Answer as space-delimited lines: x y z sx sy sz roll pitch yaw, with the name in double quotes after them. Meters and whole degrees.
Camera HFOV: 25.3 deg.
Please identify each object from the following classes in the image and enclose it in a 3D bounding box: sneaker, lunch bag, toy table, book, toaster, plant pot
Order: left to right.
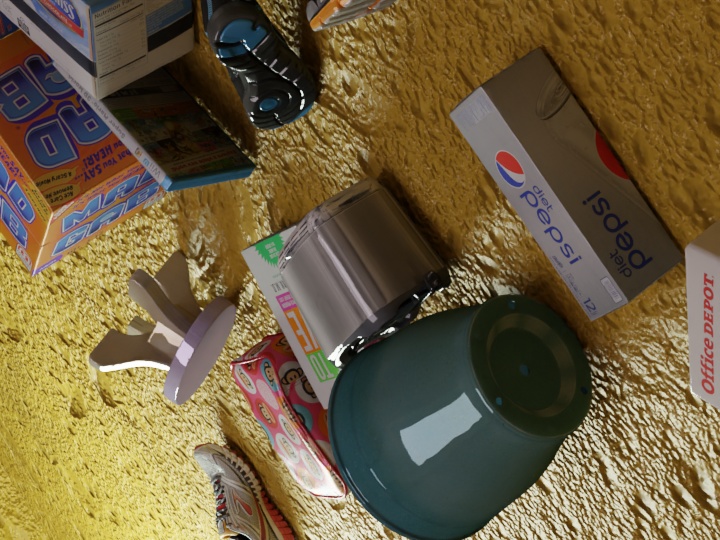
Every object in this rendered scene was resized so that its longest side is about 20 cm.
-0.235 0.072 1.977 0.117 0.184 0.201 33 141 7 "toy table"
-0.172 0.328 2.234 0.201 0.082 0.078 55 154 5 "sneaker"
-0.096 -0.205 1.502 0.200 0.073 0.082 64 -179 -61 "sneaker"
-0.071 0.172 1.886 0.201 0.082 0.176 59 154 -7 "lunch bag"
-0.041 0.046 1.744 0.201 0.048 0.133 61 150 -5 "book"
0.000 0.000 1.540 0.130 0.113 0.200 55 156 7 "toaster"
0.003 -0.261 1.294 0.078 0.078 0.200 59 147 8 "sneaker"
0.100 0.118 1.431 0.201 0.199 0.188 54 139 5 "plant pot"

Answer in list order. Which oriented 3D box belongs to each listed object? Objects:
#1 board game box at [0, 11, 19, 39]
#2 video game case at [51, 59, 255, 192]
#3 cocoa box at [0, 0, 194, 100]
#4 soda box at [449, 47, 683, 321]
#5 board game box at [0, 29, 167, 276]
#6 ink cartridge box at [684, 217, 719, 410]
-0.366 -0.366 1.726 0.045 0.134 0.201 37 148 32 "board game box"
-0.218 -0.165 1.705 0.200 0.143 0.018 47 120 18 "video game case"
-0.281 -0.302 1.652 0.200 0.133 0.132 42 150 26 "cocoa box"
0.159 -0.066 1.243 0.201 0.068 0.063 56 155 2 "soda box"
-0.341 -0.155 1.844 0.201 0.199 0.200 53 153 7 "board game box"
0.321 0.056 1.087 0.199 0.084 0.147 31 144 40 "ink cartridge box"
